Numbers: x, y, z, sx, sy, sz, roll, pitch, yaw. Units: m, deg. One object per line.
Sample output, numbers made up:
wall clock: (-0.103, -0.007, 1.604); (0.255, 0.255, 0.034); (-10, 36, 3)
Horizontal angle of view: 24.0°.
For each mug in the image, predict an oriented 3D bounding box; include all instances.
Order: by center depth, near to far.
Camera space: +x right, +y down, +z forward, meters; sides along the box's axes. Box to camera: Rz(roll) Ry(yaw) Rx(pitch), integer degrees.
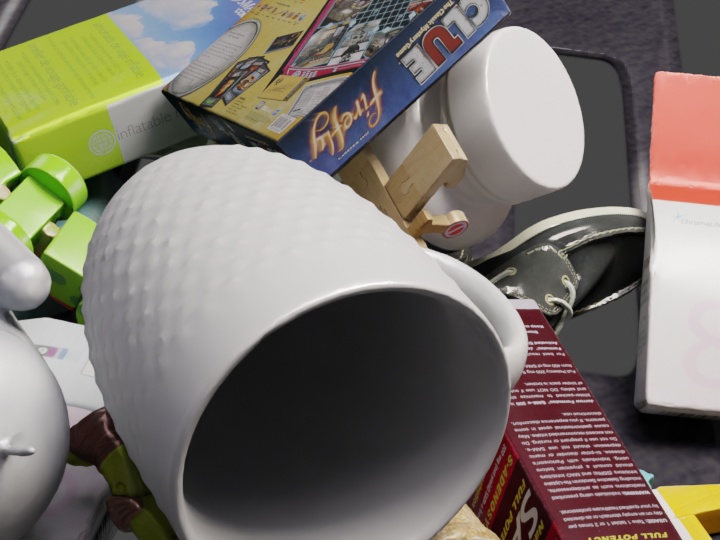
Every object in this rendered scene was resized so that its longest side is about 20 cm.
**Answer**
mug: (-0.020, 0.025, 0.731); (0.200, 0.148, 0.175); (-3, 30, -29)

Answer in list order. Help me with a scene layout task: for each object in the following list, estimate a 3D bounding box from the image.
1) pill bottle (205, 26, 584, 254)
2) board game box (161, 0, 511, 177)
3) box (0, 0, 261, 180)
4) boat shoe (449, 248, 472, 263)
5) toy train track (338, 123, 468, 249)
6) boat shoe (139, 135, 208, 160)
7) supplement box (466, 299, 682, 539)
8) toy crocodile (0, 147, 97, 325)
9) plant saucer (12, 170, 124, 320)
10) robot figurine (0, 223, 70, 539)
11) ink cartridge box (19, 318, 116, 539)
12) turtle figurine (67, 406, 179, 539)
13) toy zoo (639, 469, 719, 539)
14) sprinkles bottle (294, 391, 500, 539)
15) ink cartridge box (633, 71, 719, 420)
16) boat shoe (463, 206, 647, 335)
pill bottle: (0.018, -0.061, 0.947); (0.200, 0.120, 0.120); (-17, 19, 38)
board game box: (-0.020, -0.115, 0.905); (0.135, 0.035, 0.200); (-43, 25, -8)
box: (-0.130, -0.122, 1.041); (0.200, 0.048, 0.122); (-23, 35, -14)
boat shoe: (0.027, -0.060, 1.069); (0.072, 0.066, 0.201); (-1, 37, -11)
toy train track: (0.000, 0.000, 0.883); (0.032, 0.200, 0.115); (0, 52, -42)
boat shoe: (-0.128, -0.100, 1.125); (0.200, 0.073, 0.062); (16, -7, 24)
supplement box: (0.079, 0.114, 0.798); (0.061, 0.109, 0.200); (0, 35, -21)
toy crocodile: (-0.155, -0.002, 0.945); (0.200, 0.062, 0.068); (36, 54, 2)
plant saucer: (-0.232, -0.040, 1.029); (0.199, 0.036, 0.200); (4, 36, -3)
robot figurine: (-0.195, 0.055, 0.737); (0.113, 0.170, 0.200); (28, 9, -36)
ink cartridge box: (-0.208, 0.081, 0.844); (0.199, 0.057, 0.163); (15, 37, 4)
turtle figurine: (-0.076, 0.133, 0.734); (0.200, 0.064, 0.161); (-4, 51, -37)
toy zoo: (0.179, 0.166, 0.819); (0.131, 0.021, 0.200); (-8, 38, -18)
sprinkles bottle: (-0.009, 0.088, 0.801); (0.068, 0.068, 0.200); (-13, 39, -25)
ink cartridge box: (0.240, -0.013, 0.951); (0.162, 0.201, 0.057); (5, -5, -1)
boat shoe: (0.093, 0.022, 0.961); (0.200, 0.072, 0.068); (-20, 37, -20)
